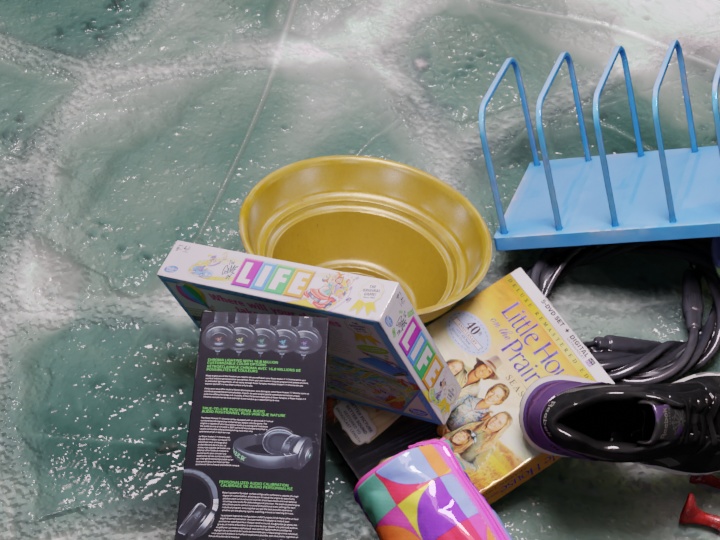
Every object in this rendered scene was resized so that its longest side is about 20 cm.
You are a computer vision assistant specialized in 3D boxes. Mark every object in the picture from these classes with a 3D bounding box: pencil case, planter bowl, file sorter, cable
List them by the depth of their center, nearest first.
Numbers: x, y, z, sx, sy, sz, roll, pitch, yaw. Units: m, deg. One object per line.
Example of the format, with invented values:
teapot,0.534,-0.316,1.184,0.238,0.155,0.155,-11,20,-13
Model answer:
pencil case,0.079,0.209,1.133,0.088,0.088,0.200,-29,71,-23
planter bowl,0.000,0.000,1.312,0.199,0.084,0.201,5,40,-4
file sorter,0.208,-0.106,1.327,0.199,0.123,0.139,-3,29,22
cable,0.211,0.029,1.335,0.200,0.051,0.163,-35,65,-29

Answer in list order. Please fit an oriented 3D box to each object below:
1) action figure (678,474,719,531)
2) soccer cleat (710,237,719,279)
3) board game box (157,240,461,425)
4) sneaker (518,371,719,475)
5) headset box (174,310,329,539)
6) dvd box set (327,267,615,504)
action figure,0.339,0.187,1.208,0.199,0.052,0.066,17,48,9
soccer cleat,0.378,-0.024,1.303,0.199,0.065,0.084,-14,72,11
board game box,-0.037,0.045,1.211,0.199,0.135,0.034,11,60,33
sneaker,0.218,0.112,1.168,0.199,0.088,0.076,0,90,-8
headset box,-0.071,0.148,1.142,0.092,0.174,0.201,3,52,0
dvd box set,0.080,0.104,1.245,0.200,0.029,0.146,-31,58,-7
